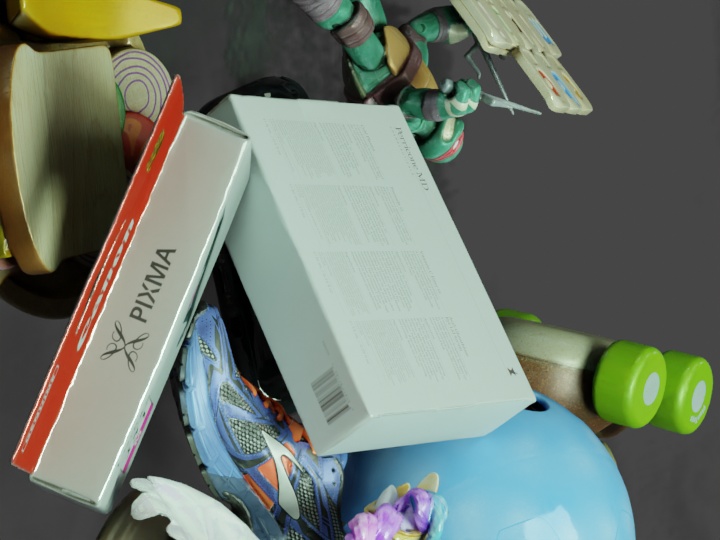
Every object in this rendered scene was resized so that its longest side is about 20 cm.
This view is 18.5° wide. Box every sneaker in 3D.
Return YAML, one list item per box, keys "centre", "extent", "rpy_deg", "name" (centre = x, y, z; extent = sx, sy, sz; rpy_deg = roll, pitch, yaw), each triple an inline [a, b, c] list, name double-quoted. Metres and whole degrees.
- centre: [-0.050, 0.102, 1.224]
  extent: [0.201, 0.078, 0.075]
  rpy_deg: [67, -6, -22]
  name: "sneaker"

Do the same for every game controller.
- centre: [-0.051, -0.012, 1.320]
  extent: [0.104, 0.042, 0.202]
  rpy_deg: [-24, 110, -41]
  name: "game controller"

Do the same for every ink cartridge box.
- centre: [-0.108, 0.017, 1.086]
  extent: [0.174, 0.043, 0.201]
  rpy_deg: [118, -5, -81]
  name: "ink cartridge box"

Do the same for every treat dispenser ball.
- centre: [0.068, 0.166, 1.346]
  extent: [0.200, 0.199, 0.203]
  rpy_deg: [3, 87, -58]
  name: "treat dispenser ball"

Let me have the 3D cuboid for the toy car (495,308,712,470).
- centre: [0.125, 0.136, 1.499]
  extent: [0.157, 0.163, 0.202]
  rpy_deg: [12, 91, -58]
  name: "toy car"

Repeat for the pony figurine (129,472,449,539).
- centre: [-0.034, 0.190, 1.147]
  extent: [0.193, 0.166, 0.201]
  rpy_deg: [19, 97, -61]
  name: "pony figurine"

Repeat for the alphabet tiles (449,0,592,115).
- centre: [0.080, -0.179, 1.439]
  extent: [0.196, 0.015, 0.200]
  rpy_deg: [54, 14, 7]
  name: "alphabet tiles"

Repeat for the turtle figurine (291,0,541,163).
- centre: [0.031, -0.131, 1.386]
  extent: [0.200, 0.100, 0.150]
  rpy_deg: [49, 14, -30]
  name: "turtle figurine"

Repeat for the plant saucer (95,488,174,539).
- centre: [-0.104, 0.215, 1.192]
  extent: [0.200, 0.029, 0.202]
  rpy_deg: [2, 90, -70]
  name: "plant saucer"

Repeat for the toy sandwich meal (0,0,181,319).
- centre: [-0.146, -0.068, 1.124]
  extent: [0.205, 0.070, 0.207]
  rpy_deg: [2, 87, -59]
  name: "toy sandwich meal"

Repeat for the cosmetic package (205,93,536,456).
- centre: [0.000, 0.000, 1.235]
  extent: [0.150, 0.052, 0.201]
  rpy_deg: [-2, 61, -48]
  name: "cosmetic package"
